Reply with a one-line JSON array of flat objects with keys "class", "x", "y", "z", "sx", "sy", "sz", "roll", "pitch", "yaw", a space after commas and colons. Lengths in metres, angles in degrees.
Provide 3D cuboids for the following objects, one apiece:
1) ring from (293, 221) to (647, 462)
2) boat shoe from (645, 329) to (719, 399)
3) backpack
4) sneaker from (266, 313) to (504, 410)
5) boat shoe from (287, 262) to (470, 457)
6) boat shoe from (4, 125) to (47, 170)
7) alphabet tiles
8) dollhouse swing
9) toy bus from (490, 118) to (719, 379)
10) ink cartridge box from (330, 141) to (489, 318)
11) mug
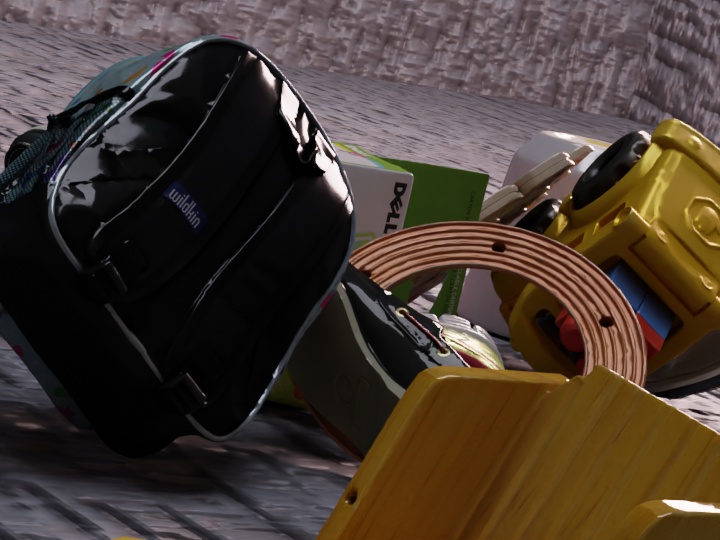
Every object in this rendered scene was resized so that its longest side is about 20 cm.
[{"class": "ring", "x": 0.062, "y": 0.050, "z": 1.417, "sx": 0.200, "sy": 0.019, "sz": 0.201, "roll": 0, "pitch": 48, "yaw": 0}, {"class": "boat shoe", "x": 0.286, "y": 0.046, "z": 1.740, "sx": 0.062, "sy": 0.200, "sz": 0.075, "roll": 42, "pitch": 31, "yaw": -30}, {"class": "backpack", "x": -0.102, "y": -0.019, "z": 1.302, "sx": 0.151, "sy": 0.178, "sz": 0.200, "roll": -9, "pitch": 34, "yaw": 47}, {"class": "sneaker", "x": 0.005, "y": 0.057, "z": 1.464, "sx": 0.200, "sy": 0.078, "sz": 0.090, "roll": 5, "pitch": 21, "yaw": -22}, {"class": "boat shoe", "x": 0.014, "y": 0.053, "z": 1.357, "sx": 0.063, "sy": 0.074, "sz": 0.201, "roll": -11, "pitch": 43, "yaw": -32}, {"class": "boat shoe", "x": -0.165, "y": -0.007, "z": 1.493, "sx": 0.066, "sy": 0.075, "sz": 0.199, "roll": -18, "pitch": 64, "yaw": -43}, {"class": "alphabet tiles", "x": 0.074, "y": -0.021, "z": 1.753, "sx": 0.196, "sy": 0.015, "sz": 0.200, "roll": -33, "pitch": -7, "yaw": -30}, {"class": "dollhouse swing", "x": 0.023, "y": 0.099, "z": 0.980, "sx": 0.176, "sy": 0.182, "sz": 0.200, "roll": 31, "pitch": 1, "yaw": -27}, {"class": "toy bus", "x": 0.166, "y": 0.024, "z": 1.684, "sx": 0.136, "sy": 0.200, "sz": 0.192, "roll": 45, "pitch": 39, "yaw": -9}, {"class": "ink cartridge box", "x": 0.000, "y": 0.000, "z": 1.565, "sx": 0.200, "sy": 0.148, "sz": 0.076, "roll": 7, "pitch": 11, "yaw": -31}, {"class": "mug", "x": 0.165, "y": -0.026, "z": 1.943, "sx": 0.149, "sy": 0.153, "sz": 0.187, "roll": 13, "pitch": 9, "yaw": 9}]
